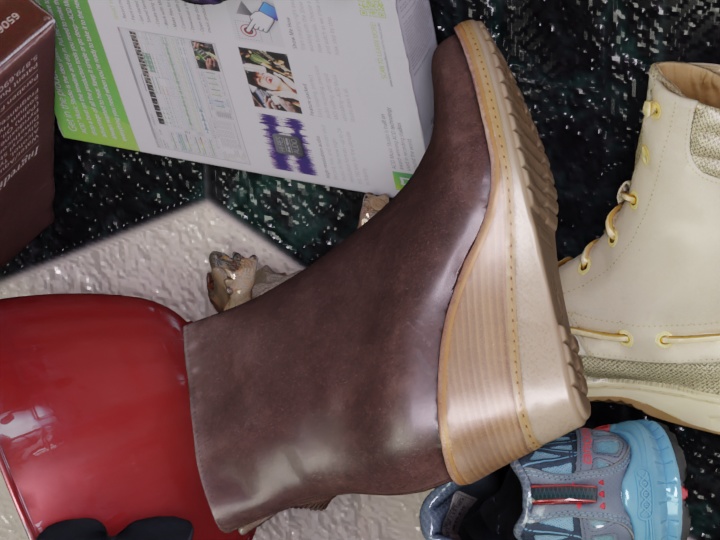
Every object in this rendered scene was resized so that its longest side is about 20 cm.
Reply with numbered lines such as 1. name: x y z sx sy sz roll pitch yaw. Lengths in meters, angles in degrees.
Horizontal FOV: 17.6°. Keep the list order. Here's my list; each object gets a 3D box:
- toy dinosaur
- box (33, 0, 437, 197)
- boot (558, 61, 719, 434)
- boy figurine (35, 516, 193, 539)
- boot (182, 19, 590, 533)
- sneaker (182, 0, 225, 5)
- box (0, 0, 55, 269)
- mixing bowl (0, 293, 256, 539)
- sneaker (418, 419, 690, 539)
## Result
1. toy dinosaur: -0.028 0.055 1.078 0.086 0.200 0.136 1 141 -5
2. box: -0.061 -0.103 1.054 0.199 0.036 0.145 10 144 18
3. boot: 0.114 -0.019 1.015 0.200 0.073 0.156 13 116 22
4. boy figurine: -0.109 0.210 1.037 0.124 0.064 0.201 0 106 4
5. boot: 0.000 0.000 0.970 0.166 0.072 0.200 -15 64 15
6. sneaker: -0.082 -0.154 0.957 0.199 0.088 0.076 0 147 8
7. box: -0.256 -0.067 1.100 0.166 0.164 0.200 39 155 12
8. mixing bowl: -0.114 0.089 1.139 0.108 0.200 0.201 -22 101 -6
9. sneaker: 0.065 0.103 1.044 0.200 0.095 0.080 144 124 -64
